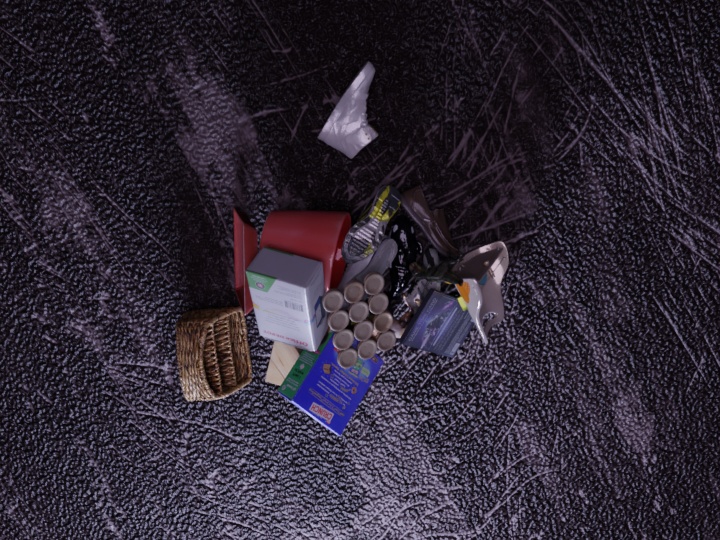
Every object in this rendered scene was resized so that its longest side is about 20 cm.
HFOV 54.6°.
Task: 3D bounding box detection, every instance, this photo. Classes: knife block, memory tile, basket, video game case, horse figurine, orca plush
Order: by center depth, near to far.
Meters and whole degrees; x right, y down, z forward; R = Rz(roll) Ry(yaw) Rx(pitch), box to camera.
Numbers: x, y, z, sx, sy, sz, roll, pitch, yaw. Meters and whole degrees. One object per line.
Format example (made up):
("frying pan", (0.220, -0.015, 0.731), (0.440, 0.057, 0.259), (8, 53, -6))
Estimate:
("memory tile", (0.000, 0.109, 1.529), (0.151, 0.017, 0.204), (-23, 120, -17))
("horse figurine", (0.078, 0.115, 1.602), (0.195, 0.050, 0.135), (-6, 126, 2))
("video game case", (0.190, 0.126, 1.617), (0.198, 0.019, 0.145), (19, 107, -43))
("orca plush", (0.086, -0.020, 1.617), (0.103, 0.071, 0.204), (20, 104, -4))
("knife block", (-0.130, 0.227, 1.639), (0.172, 0.064, 0.204), (15, 116, -3))
("basket", (-0.344, 0.199, 1.643), (0.145, 0.143, 0.205), (-3, 104, 3))

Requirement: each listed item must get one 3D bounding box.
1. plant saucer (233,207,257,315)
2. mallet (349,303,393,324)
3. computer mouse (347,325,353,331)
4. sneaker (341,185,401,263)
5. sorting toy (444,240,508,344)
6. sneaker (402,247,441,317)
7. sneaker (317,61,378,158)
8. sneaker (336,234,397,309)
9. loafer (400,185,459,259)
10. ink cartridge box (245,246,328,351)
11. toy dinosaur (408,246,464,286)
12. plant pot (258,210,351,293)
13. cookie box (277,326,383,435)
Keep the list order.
("plant saucer", (-0.256, -0.026, 1.565), (0.036, 0.200, 0.205), (-3, 105, -15))
("mallet", (-0.014, 0.130, 1.662), (0.195, 0.041, 0.067), (-14, 108, -3))
("computer mouse", (-0.082, 0.204, 1.686), (0.196, 0.053, 0.141), (-24, 102, 7))
("sneaker", (0.024, -0.094, 1.565), (0.074, 0.085, 0.201), (37, 75, -3))
("sorting toy", (0.277, 0.061, 1.590), (0.105, 0.200, 0.183), (-11, 109, 35))
("sneaker", (0.141, 0.047, 1.630), (0.085, 0.076, 0.205), (3, 104, 0))
("sneaker", (0.002, -0.347, 1.541), (0.114, 0.074, 0.202), (32, 112, -8))
("sneaker", (0.000, 0.000, 1.588), (0.201, 0.080, 0.077), (-50, 140, -12))
("loafer", (0.168, -0.111, 1.591), (0.071, 0.073, 0.201), (-39, 101, 10))
("ink cartridge box", (-0.152, 0.064, 1.490), (0.142, 0.088, 0.203), (14, 135, 18))
("toy dinosaur", (0.187, -0.005, 1.525), (0.088, 0.199, 0.048), (-50, 116, -15))
("plant pot", (-0.126, -0.046, 1.563), (0.173, 0.201, 0.205), (12, 104, 6))
("cookie box", (-0.066, 0.241, 1.592), (0.171, 0.075, 0.202), (43, 73, -32))
